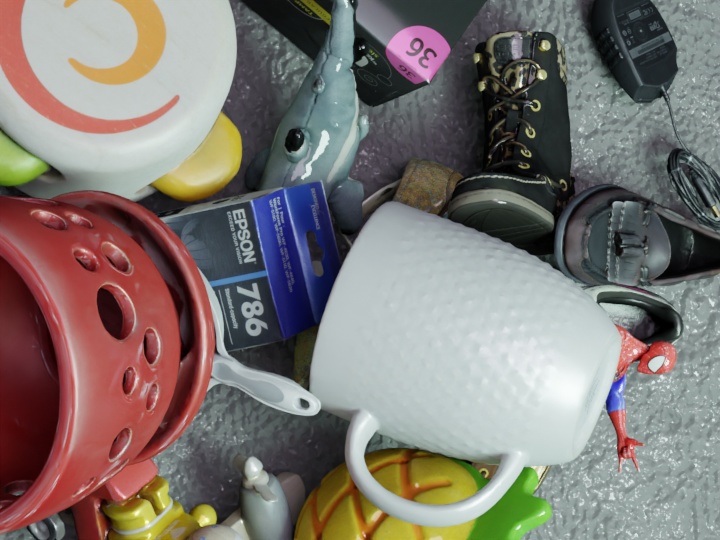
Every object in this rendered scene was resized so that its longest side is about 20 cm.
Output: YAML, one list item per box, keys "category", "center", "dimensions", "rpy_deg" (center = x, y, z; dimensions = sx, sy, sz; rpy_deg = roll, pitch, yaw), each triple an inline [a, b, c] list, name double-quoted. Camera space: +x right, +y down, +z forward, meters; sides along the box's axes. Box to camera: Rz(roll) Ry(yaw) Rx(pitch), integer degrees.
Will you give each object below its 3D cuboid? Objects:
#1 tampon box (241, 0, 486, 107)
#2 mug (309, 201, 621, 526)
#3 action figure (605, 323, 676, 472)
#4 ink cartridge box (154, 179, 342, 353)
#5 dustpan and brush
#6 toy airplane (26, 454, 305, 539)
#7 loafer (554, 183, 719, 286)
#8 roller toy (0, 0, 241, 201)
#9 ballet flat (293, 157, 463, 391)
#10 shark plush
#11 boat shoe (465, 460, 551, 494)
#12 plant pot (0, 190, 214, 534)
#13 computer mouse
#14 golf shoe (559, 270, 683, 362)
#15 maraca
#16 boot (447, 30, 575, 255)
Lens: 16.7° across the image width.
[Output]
- category: "tampon box"
  center: [0.027, -0.244, 1.726]
  dimensions: [0.150, 0.126, 0.201]
  rpy_deg: [38, 75, -12]
- category: "mug"
  center: [0.065, 0.074, 1.602]
  dimensions: [0.174, 0.148, 0.201]
  rpy_deg: [20, 67, 15]
- category: "action figure"
  center: [0.122, 0.091, 1.699]
  dimensions: [0.198, 0.065, 0.100]
  rpy_deg: [-9, 66, 12]
- category: "ink cartridge box"
  center: [-0.112, 0.007, 1.646]
  dimensions: [0.199, 0.039, 0.100]
  rpy_deg: [-13, 98, 13]
- category: "dustpan and brush"
  center: [-0.114, 0.051, 1.604]
  dimensions: [0.199, 0.057, 0.141]
  rpy_deg: [19, 106, 8]
- category: "toy airplane"
  center: [-0.120, 0.210, 1.629]
  dimensions: [0.198, 0.141, 0.201]
  rpy_deg: [20, 65, -35]
- category: "loafer"
  center: [0.206, -0.021, 1.744]
  dimensions: [0.200, 0.063, 0.072]
  rpy_deg: [2, 96, -59]
- category: "roller toy"
  center: [-0.178, -0.139, 1.640]
  dimensions: [0.198, 0.140, 0.184]
  rpy_deg: [-1, 77, -13]
- category: "ballet flat"
  center: [0.000, 0.000, 1.735]
  dimensions: [0.071, 0.071, 0.200]
  rpy_deg: [42, 75, -11]
- category: "shark plush"
  center: [-0.026, -0.088, 1.661]
  dimensions: [0.091, 0.201, 0.083]
  rpy_deg: [36, 30, 10]
- category: "boat shoe"
  center: [0.075, 0.174, 1.741]
  dimensions: [0.067, 0.072, 0.201]
  rpy_deg: [31, 71, -2]
- category: "plant pot"
  center: [-0.201, 0.051, 1.509]
  dimensions: [0.182, 0.199, 0.202]
  rpy_deg: [-11, 89, -58]
- category: "computer mouse"
  center: [0.223, -0.120, 1.828]
  dimensions: [0.058, 0.034, 0.201]
  rpy_deg: [-23, 90, -41]
- category: "golf shoe"
  center: [0.135, 0.031, 1.759]
  dimensions: [0.198, 0.092, 0.073]
  rpy_deg: [1, 87, -17]
- category: "maraca"
  center: [0.037, 0.178, 1.642]
  dimensions: [0.107, 0.199, 0.138]
  rpy_deg: [52, 50, -34]
- category: "boot"
  center: [0.107, -0.093, 1.725]
  dimensions: [0.073, 0.200, 0.152]
  rpy_deg: [-8, 81, 24]
